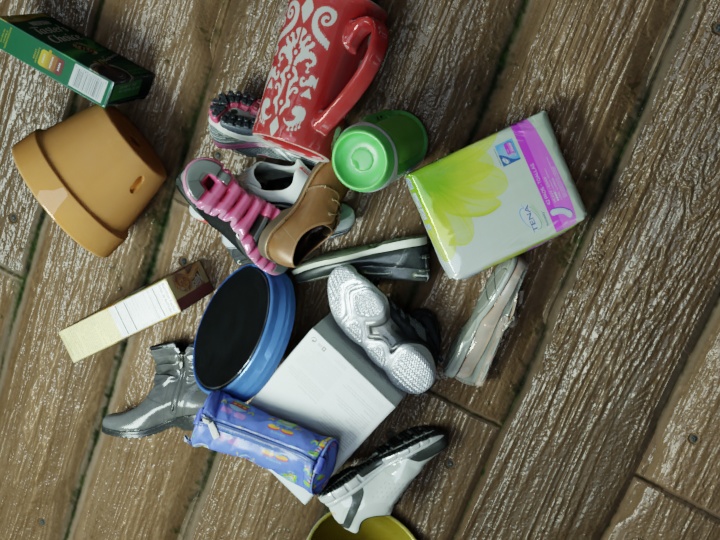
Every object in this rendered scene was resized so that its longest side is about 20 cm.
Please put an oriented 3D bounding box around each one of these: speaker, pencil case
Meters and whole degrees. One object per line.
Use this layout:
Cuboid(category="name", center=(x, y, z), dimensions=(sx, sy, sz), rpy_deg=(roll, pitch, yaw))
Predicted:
Cuboid(category="speaker", center=(0.028, -0.154, 1.547), dimensions=(0.087, 0.200, 0.090), rpy_deg=(4, 104, 17))
Cuboid(category="pencil case", center=(-0.128, 0.222, 1.586), dimensions=(0.197, 0.087, 0.079), rpy_deg=(20, 87, 12))

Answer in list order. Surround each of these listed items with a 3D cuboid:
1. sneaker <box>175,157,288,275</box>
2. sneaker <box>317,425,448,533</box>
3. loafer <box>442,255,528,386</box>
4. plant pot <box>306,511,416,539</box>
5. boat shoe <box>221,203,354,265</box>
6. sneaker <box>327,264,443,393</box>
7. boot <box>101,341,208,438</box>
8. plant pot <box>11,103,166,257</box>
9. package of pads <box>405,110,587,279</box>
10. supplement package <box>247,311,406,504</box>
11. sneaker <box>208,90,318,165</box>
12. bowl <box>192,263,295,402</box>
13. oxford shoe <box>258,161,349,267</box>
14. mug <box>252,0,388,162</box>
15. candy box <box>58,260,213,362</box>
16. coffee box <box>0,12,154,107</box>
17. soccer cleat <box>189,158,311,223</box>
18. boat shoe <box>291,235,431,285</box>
Cuboid(category="sneaker", center=(-0.171, -0.072, 1.631), dimensions=(0.200, 0.079, 0.095), rpy_deg=(47, 157, -22))
Cuboid(category="sneaker", center=(0.041, 0.289, 1.698), dimensions=(0.198, 0.074, 0.081), rpy_deg=(-31, 99, -2))
Cuboid(category="loafer", center=(0.179, 0.068, 1.629), dimensions=(0.062, 0.072, 0.202), rpy_deg=(25, 115, -7))
Cuboid(category="plant pot", center=(-0.016, 0.457, 1.727), dimensions=(0.200, 0.200, 0.142), rpy_deg=(41, 135, 5))
Cuboid(category="boat shoe", center=(-0.096, -0.043, 1.690), dimensions=(0.197, 0.070, 0.067), rpy_deg=(-11, 120, 15))
Cuboid(category="sneaker", center=(0.038, 0.067, 1.642), dimensions=(0.075, 0.114, 0.201), rpy_deg=(-38, 91, 26))
Cuboid(category="boot", center=(-0.298, 0.172, 1.809), dimensions=(0.197, 0.070, 0.134), rpy_deg=(-9, 97, 8))
Cuboid(category="plant pot", center=(-0.365, -0.139, 1.694), dimensions=(0.140, 0.200, 0.201), rpy_deg=(-38, 89, 6))
Cuboid(category="package of pads", center=(0.174, -0.092, 1.556), dimensions=(0.198, 0.068, 0.156), rpy_deg=(-24, 94, 0))
Cuboid(category="supplement package", center=(-0.048, 0.178, 1.676), dimensions=(0.152, 0.151, 0.200), rpy_deg=(43, 111, 4))
Cuboid(category="sneaker", center=(-0.110, -0.184, 1.660), dimensions=(0.197, 0.081, 0.075), rpy_deg=(18, 144, 3))
Cuboid(category="bowl", center=(-0.165, 0.084, 1.678), dimensions=(0.039, 0.202, 0.201), rpy_deg=(26, 116, -33))
Cuboid(category="oxford shoe", center=(-0.046, -0.083, 1.601), dimensions=(0.071, 0.071, 0.201), rpy_deg=(27, 75, 37))
Cuboid(category="mug", center=(-0.055, -0.251, 1.535), dimensions=(0.132, 0.177, 0.203), rpy_deg=(20, 89, -10))
Cuboid(category="candy box", center=(-0.322, 0.059, 1.756), dimensions=(0.198, 0.115, 0.056), rpy_deg=(-26, 95, 21))
Cuboid(category="coffee box", center=(-0.401, -0.295, 1.696), dimensions=(0.198, 0.123, 0.044), rpy_deg=(30, 111, 11))
Cuboid(category="soccer cleat", center=(-0.151, -0.112, 1.669), dimensions=(0.197, 0.085, 0.069), rpy_deg=(-6, 57, 19))
Cuboid(category="boat shoe", center=(0.000, 0.000, 1.662), dimensions=(0.197, 0.072, 0.069), rpy_deg=(-9, 99, 17))
